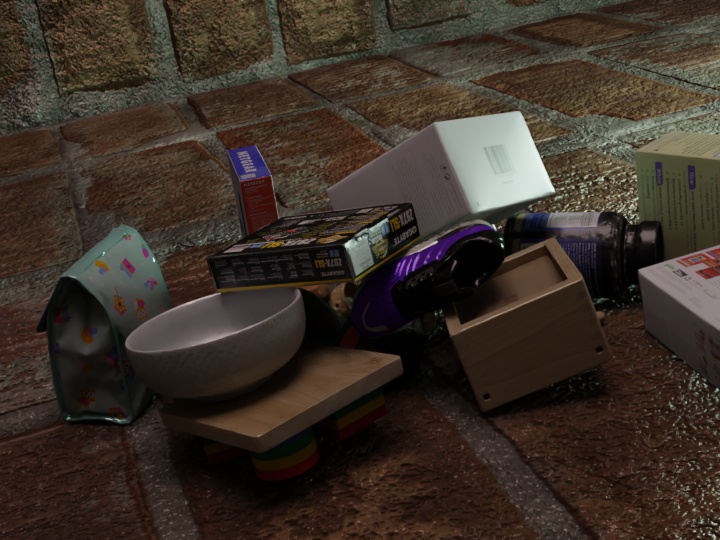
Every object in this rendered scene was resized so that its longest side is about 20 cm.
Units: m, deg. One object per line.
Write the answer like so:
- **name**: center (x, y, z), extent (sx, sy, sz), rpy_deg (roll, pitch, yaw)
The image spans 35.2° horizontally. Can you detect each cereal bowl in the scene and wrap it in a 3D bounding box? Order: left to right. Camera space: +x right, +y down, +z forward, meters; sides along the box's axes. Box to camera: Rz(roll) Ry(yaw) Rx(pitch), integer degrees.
- **cereal bowl**: center (-0.149, 0.087, 1.233), extent (0.197, 0.085, 0.200), rpy_deg (-15, 13, 4)

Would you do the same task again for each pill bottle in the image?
- **pill bottle**: center (0.291, -0.020, 1.481), extent (0.197, 0.114, 0.112), rpy_deg (0, 22, 22)

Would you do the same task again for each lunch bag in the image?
- **lunch bag**: center (-0.309, 0.062, 1.400), extent (0.120, 0.203, 0.171), rpy_deg (-2, 22, 18)

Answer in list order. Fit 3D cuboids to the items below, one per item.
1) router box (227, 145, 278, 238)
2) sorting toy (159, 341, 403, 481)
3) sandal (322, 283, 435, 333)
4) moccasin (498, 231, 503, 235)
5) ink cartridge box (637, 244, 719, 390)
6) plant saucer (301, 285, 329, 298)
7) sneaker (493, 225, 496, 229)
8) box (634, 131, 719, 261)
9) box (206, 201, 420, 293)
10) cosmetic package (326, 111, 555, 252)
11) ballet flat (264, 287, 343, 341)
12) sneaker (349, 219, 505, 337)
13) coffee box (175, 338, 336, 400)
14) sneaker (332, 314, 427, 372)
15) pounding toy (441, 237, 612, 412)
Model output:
- **router box**: center (-0.157, -0.080, 1.735), extent (0.048, 0.182, 0.200), rpy_deg (-11, 20, -8)
- **sorting toy**: center (-0.081, 0.153, 1.223), extent (0.197, 0.071, 0.199), rpy_deg (-25, 18, -35)
- **sandal**: center (-0.002, 0.042, 1.505), extent (0.209, 0.071, 0.078), rpy_deg (0, 22, 24)
- **moccasin**: center (0.149, 0.007, 1.543), extent (0.073, 0.079, 0.201), rpy_deg (15, 24, 17)
- **ink cartridge box**: center (0.439, 0.043, 1.280), extent (0.173, 0.085, 0.200), rpy_deg (-17, 22, -7)
- **plant saucer**: center (-0.137, 0.052, 1.504), extent (0.198, 0.033, 0.200), rpy_deg (-23, 5, 2)
- **sneaker**: center (0.111, -0.049, 1.720), extent (0.197, 0.076, 0.100), rpy_deg (0, 8, 12)
- **box**: center (0.466, -0.075, 1.456), extent (0.096, 0.179, 0.198), rpy_deg (-25, 26, -37)
- **box**: center (-0.053, -0.027, 1.310), extent (0.198, 0.050, 0.159), rpy_deg (-5, 19, 33)
- **cosmetic package**: center (0.101, -0.101, 1.441), extent (0.199, 0.124, 0.198), rpy_deg (-29, -9, 40)
- **ballet flat**: center (-0.090, 0.049, 1.353), extent (0.068, 0.068, 0.200), rpy_deg (-39, 31, -12)
- **sneaker**: center (0.078, 0.012, 1.269), extent (0.199, 0.070, 0.100), rpy_deg (-34, 19, -2)
- **coffee box**: center (-0.126, 0.119, 1.394), extent (0.198, 0.045, 0.122), rpy_deg (-21, 22, -28)
- **sneaker**: center (0.046, 0.073, 1.382), extent (0.097, 0.071, 0.200), rpy_deg (32, 36, 15)
- **pounding toy**: center (0.200, 0.064, 1.311), extent (0.182, 0.144, 0.200), rpy_deg (-23, 17, 5)
